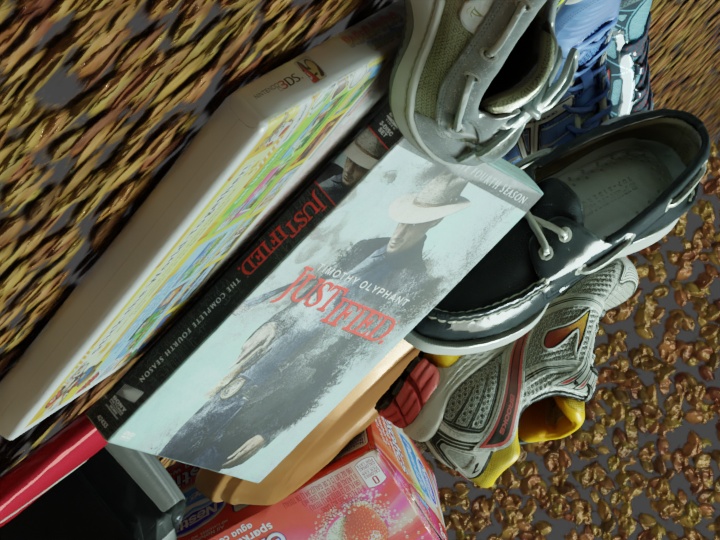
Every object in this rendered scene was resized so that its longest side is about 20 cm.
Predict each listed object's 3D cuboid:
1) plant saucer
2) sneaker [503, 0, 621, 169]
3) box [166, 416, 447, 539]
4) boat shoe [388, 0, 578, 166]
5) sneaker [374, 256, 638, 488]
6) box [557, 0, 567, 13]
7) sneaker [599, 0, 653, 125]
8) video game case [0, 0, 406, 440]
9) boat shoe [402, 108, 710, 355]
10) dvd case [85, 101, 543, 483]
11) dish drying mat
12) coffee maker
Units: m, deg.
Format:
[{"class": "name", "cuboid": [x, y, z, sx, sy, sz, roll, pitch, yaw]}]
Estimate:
[{"class": "plant saucer", "cuboid": [-0.003, 0.054, 1.547, 0.200, 0.037, 0.200, -43, 174, -6]}, {"class": "sneaker", "cuboid": [0.103, -0.106, 1.520, 0.076, 0.077, 0.200, -40, 170, -25]}, {"class": "box", "cuboid": [-0.058, 0.154, 1.681, 0.199, 0.096, 0.100, -29, -154, 9]}, {"class": "boat shoe", "cuboid": [0.057, -0.095, 1.214, 0.075, 0.065, 0.202, -51, 164, -23]}, {"class": "sneaker", "cuboid": [0.088, 0.050, 1.556, 0.200, 0.082, 0.078, -38, 171, -45]}, {"class": "box", "cuboid": [0.052, -0.109, 1.370, 0.110, 0.035, 0.200, -39, 171, -43]}, {"class": "sneaker", "cuboid": [0.137, -0.109, 1.632, 0.079, 0.096, 0.200, -41, 172, -36]}, {"class": "video game case", "cuboid": [-0.058, -0.027, 1.259, 0.200, 0.023, 0.182, -48, 173, 33]}, {"class": "boat shoe", "cuboid": [0.093, -0.025, 1.473, 0.200, 0.076, 0.060, -34, 164, -35]}, {"class": "dvd case", "cuboid": [-0.018, 0.014, 1.361, 0.200, 0.022, 0.146, -46, 153, 10]}, {"class": "dish drying mat", "cuboid": [-0.098, 0.053, 1.389, 0.200, 0.018, 0.077, -38, 177, -3]}, {"class": "coffee maker", "cuboid": [-0.115, 0.195, 1.471, 0.135, 0.200, 0.192, -52, 173, 35]}]
